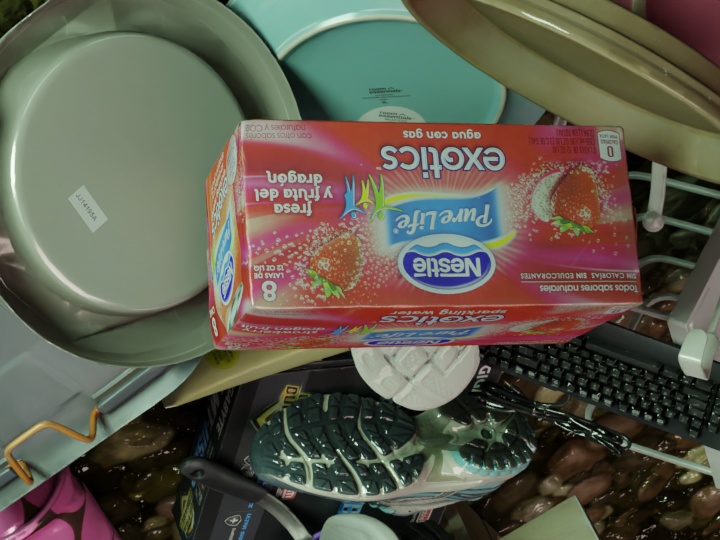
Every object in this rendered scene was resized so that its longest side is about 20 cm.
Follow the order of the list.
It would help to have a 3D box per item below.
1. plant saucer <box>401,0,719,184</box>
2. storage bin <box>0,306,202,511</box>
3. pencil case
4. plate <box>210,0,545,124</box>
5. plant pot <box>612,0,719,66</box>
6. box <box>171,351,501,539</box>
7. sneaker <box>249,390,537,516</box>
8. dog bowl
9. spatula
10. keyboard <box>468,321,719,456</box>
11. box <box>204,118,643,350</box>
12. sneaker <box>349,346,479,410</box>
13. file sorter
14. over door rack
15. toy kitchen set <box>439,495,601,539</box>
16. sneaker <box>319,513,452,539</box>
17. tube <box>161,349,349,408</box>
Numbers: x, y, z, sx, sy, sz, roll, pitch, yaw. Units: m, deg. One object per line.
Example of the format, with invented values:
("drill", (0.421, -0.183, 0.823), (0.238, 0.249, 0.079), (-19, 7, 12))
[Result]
("plant saucer", (0.112, -0.098, 0.824), (0.200, 0.200, 0.029), (30, 89, -43))
("storage bin", (-0.208, 0.038, 0.963), (0.200, 0.146, 0.134), (-35, 128, 10))
("pencil case", (-0.208, 0.198, 1.156), (0.094, 0.091, 0.200), (-49, 143, -21))
("plate", (0.013, -0.104, 0.949), (0.200, 0.026, 0.200), (-1, 146, 0))
("plant pot", (0.156, -0.199, 0.859), (0.200, 0.179, 0.200), (-13, 136, -13))
("box", (-0.015, 0.115, 1.195), (0.198, 0.050, 0.200), (-1, 134, -24))
("sneaker", (0.017, 0.135, 1.140), (0.200, 0.078, 0.086), (2, 141, -24))
("dog bowl", (-0.125, -0.050, 0.889), (0.200, 0.059, 0.200), (0, 90, -35))
("spatula", (-0.060, 0.164, 1.171), (0.057, 0.021, 0.200), (-31, 138, 19))
("keyboard", (0.131, 0.069, 1.062), (0.200, 0.021, 0.127), (20, 144, 16))
("box", (0.029, -0.015, 0.856), (0.200, 0.096, 0.100), (0, 166, -16))
("sneaker", (0.000, 0.000, 1.037), (0.077, 0.082, 0.200), (-38, 117, 4))
("file sorter", (0.202, 0.023, 1.121), (0.139, 0.124, 0.200), (-58, 145, -24))
("over door rack", (0.159, -0.026, 0.991), (0.148, 0.200, 0.067), (13, 146, 24))
("toy kitchen set", (0.135, 0.266, 1.305), (0.163, 0.200, 0.180), (-33, 138, 8))
("sneaker", (0.028, 0.197, 1.178), (0.099, 0.071, 0.200), (-15, 163, -17))
("tube", (-0.041, 0.034, 1.083), (0.200, 0.058, 0.052), (-15, 95, -17))
